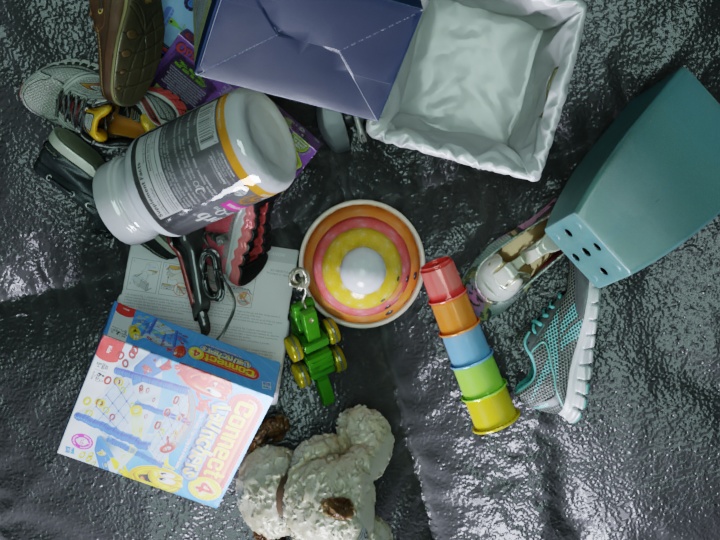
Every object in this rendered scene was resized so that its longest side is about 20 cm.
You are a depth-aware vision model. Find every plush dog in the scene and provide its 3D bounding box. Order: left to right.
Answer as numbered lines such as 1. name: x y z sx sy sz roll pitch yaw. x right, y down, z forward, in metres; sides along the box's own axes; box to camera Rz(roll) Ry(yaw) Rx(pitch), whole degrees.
1. plush dog: -0.065 0.256 1.687 0.170 0.160 0.202 1 93 27

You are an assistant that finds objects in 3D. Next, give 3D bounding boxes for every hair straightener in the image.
1. hair straightener: -0.179 -0.017 1.640 0.041 0.077 0.202 -3 79 -43

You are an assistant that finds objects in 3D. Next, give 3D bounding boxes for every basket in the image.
1. basket: 0.120 -0.216 1.624 0.198 0.161 0.200 15 95 -1

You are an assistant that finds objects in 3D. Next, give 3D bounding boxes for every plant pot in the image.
1. plant pot: 0.304 -0.086 1.610 0.141 0.141 0.200 46 72 -3

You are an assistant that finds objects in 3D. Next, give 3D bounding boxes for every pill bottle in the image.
1. pill bottle: -0.175 -0.104 1.560 0.199 0.116 0.117 -22 94 26

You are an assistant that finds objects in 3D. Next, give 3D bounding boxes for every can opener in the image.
1. can opener: -0.031 -0.234 1.678 0.066 0.053 0.202 -13 94 2

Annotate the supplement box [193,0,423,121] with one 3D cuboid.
1. supplement box: -0.060 -0.280 1.518 0.198 0.201 0.135 13 125 -17

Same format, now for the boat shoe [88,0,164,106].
1. boat shoe: -0.255 -0.276 1.608 0.067 0.072 0.202 4 87 31

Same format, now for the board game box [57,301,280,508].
1. board game box: -0.214 0.153 1.650 0.194 0.056 0.201 21 128 -9

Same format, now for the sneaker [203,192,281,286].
1. sneaker: -0.139 -0.083 1.653 0.086 0.074 0.202 26 116 20

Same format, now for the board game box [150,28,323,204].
1. board game box: -0.153 -0.161 1.676 0.200 0.032 0.120 41 124 -3

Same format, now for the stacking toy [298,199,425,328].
1. stacking toy: 0.000 0.000 1.623 0.145 0.200 0.148 0 95 1

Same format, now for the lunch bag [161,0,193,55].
1. lunch bag: -0.187 -0.317 1.663 0.150 0.094 0.201 36 105 -4

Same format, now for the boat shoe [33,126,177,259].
1. boat shoe: -0.288 -0.072 1.686 0.199 0.075 0.066 41 106 -11

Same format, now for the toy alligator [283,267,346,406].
1. toy alligator: -0.060 0.066 1.678 0.059 0.054 0.201 -23 127 -15

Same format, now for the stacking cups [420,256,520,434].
1. stacking cups: 0.119 0.084 1.683 0.060 0.061 0.201 -22 103 2

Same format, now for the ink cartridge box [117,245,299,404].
1. ink cartridge box: -0.179 0.051 1.709 0.198 0.045 0.178 9 70 0

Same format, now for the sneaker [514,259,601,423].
1. sneaker: 0.222 0.070 1.692 0.090 0.078 0.202 8 93 4

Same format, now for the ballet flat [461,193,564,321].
1. ballet flat: 0.187 -0.016 1.684 0.200 0.071 0.069 -40 94 4

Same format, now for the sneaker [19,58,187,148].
1. sneaker: -0.292 -0.182 1.652 0.198 0.082 0.079 13 114 18
